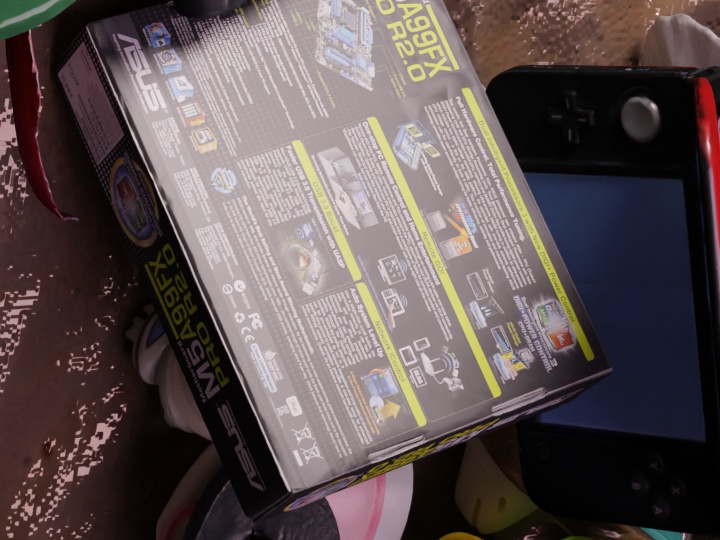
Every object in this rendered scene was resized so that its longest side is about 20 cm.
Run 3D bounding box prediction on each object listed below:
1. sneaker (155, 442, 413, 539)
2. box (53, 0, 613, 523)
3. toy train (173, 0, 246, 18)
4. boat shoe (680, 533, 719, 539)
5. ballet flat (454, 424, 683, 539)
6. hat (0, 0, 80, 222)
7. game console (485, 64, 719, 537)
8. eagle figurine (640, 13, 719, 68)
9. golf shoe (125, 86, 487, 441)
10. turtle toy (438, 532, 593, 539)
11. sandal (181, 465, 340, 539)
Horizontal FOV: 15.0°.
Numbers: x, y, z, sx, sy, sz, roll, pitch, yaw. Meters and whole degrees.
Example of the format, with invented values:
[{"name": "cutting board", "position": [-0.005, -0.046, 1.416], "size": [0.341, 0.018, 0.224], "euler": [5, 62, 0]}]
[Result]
[{"name": "sneaker", "position": [-0.050, 0.155, 1.202], "size": [0.104, 0.075, 0.201], "euler": [3, 114, -27]}, {"name": "box", "position": [-0.010, -0.020, 1.080], "size": [0.160, 0.044, 0.201], "euler": [-19, 79, -32]}, {"name": "toy train", "position": [-0.057, -0.197, 1.019], "size": [0.114, 0.085, 0.201], "euler": [-37, 128, -36]}, {"name": "boat shoe", "position": [0.196, 0.091, 1.364], "size": [0.069, 0.071, 0.201], "euler": [-9, 118, -37]}, {"name": "ballet flat", "position": [0.089, 0.107, 1.301], "size": [0.072, 0.068, 0.200], "euler": [-36, 136, 6]}, {"name": "hat", "position": [-0.160, -0.141, 0.998], "size": [0.165, 0.176, 0.201], "euler": [12, 83, -7]}, {"name": "game console", "position": [0.103, 0.026, 1.100], "size": [0.118, 0.172, 0.201], "euler": [-22, 111, -50]}, {"name": "eagle figurine", "position": [0.172, -0.005, 1.220], "size": [0.200, 0.150, 0.152], "euler": [-57, 144, -33]}, {"name": "golf shoe", "position": [0.000, 0.000, 1.146], "size": [0.200, 0.097, 0.078], "euler": [-49, 131, -11]}, {"name": "turtle toy", "position": [0.082, 0.190, 1.270], "size": [0.200, 0.101, 0.145], "euler": [-43, 136, 20]}, {"name": "sandal", "position": [-0.034, 0.172, 1.137], "size": [0.075, 0.048, 0.202], "euler": [-12, 113, -33]}]
